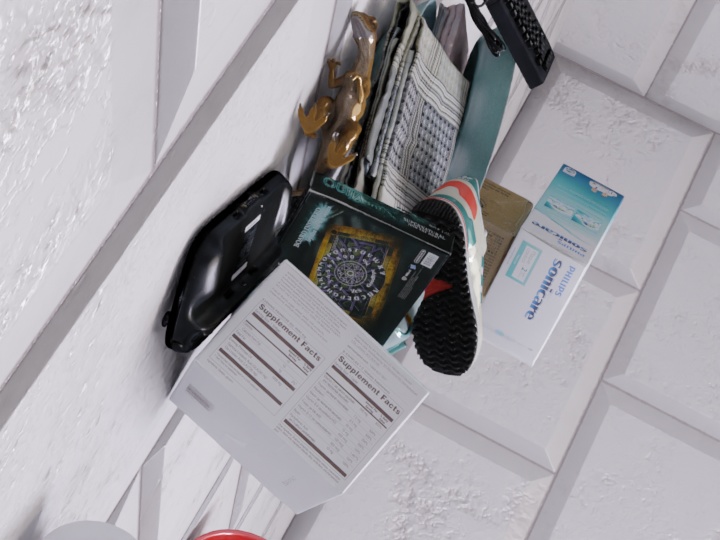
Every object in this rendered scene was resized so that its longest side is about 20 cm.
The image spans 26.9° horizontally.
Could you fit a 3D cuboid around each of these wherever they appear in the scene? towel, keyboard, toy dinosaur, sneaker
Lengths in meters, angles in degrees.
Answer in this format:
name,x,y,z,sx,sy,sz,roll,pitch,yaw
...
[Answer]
name,x,y,z,sx,sy,sz,roll,pitch,yaw
towel,0.071,-0.158,1.553,0.191,0.032,0.201,60,47,-79
keyboard,0.128,-0.264,1.427,0.021,0.200,0.127,-17,-155,34
toy dinosaur,-0.020,-0.118,1.283,0.200,0.060,0.106,-66,175,27
sneaker,0.095,0.004,1.430,0.093,0.070,0.200,-46,139,-48
towel,0.050,-0.123,1.381,0.200,0.034,0.193,39,67,-64

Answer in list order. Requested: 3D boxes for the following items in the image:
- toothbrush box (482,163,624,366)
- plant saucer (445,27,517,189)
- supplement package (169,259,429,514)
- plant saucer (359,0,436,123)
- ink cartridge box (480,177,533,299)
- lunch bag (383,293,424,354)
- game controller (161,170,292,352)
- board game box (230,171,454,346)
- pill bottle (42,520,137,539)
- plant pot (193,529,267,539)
name,x,y,z,sx,sy,sz,roll,pitch,yaw
toothbrush box,0.209,-0.009,1.674,0.147,0.085,0.200,-66,173,32
plant saucer,0.118,-0.162,1.540,0.200,0.036,0.201,-166,-90,-86
supplement package,-0.057,0.101,1.238,0.111,0.156,0.200,-48,180,-19
plant saucer,0.027,-0.172,1.466,0.201,0.039,0.202,18,90,-84
ink cartridge box,0.075,-0.047,1.728,0.075,0.200,0.165,-55,171,-47
lunch bag,0.000,0.000,1.484,0.077,0.161,0.200,-24,-169,20
game controller,-0.103,-0.011,1.196,0.200,0.042,0.105,-52,153,-64
board game box,-0.021,0.010,1.332,0.200,0.135,0.028,-55,-166,44
pill bottle,-0.213,0.278,1.107,0.112,0.112,0.200,-56,170,-50
plant pot,-0.182,0.460,1.916,0.177,0.200,0.201,-55,180,37
